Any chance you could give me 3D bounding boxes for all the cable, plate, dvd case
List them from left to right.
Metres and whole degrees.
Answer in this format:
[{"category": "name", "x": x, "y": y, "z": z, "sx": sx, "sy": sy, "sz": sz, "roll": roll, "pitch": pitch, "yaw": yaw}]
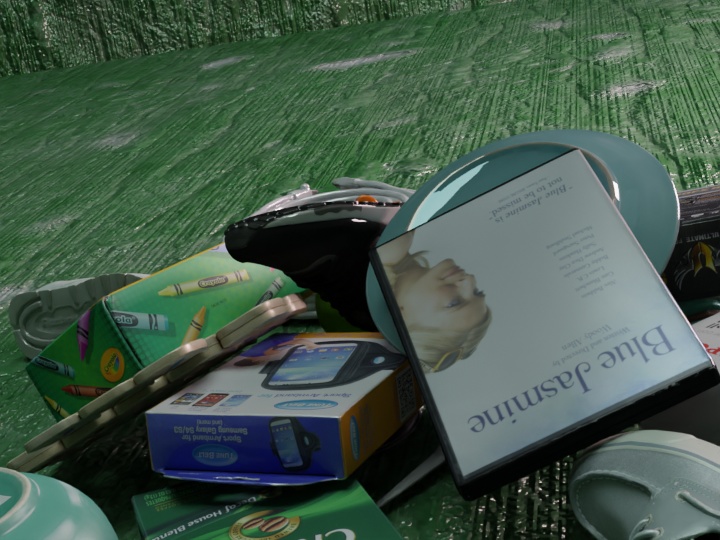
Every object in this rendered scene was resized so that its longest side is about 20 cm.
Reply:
[{"category": "cable", "x": -0.024, "y": -0.018, "z": 1.198, "sx": 0.200, "sy": 0.069, "sz": 0.200, "roll": -26, "pitch": 24, "yaw": -39}, {"category": "plate", "x": 0.092, "y": -0.023, "z": 0.842, "sx": 0.200, "sy": 0.026, "sz": 0.200, "roll": -16, "pitch": 42, "yaw": 15}, {"category": "dvd case", "x": 0.091, "y": 0.022, "z": 0.764, "sx": 0.142, "sy": 0.018, "sz": 0.200, "roll": -26, "pitch": 41, "yaw": 5}]

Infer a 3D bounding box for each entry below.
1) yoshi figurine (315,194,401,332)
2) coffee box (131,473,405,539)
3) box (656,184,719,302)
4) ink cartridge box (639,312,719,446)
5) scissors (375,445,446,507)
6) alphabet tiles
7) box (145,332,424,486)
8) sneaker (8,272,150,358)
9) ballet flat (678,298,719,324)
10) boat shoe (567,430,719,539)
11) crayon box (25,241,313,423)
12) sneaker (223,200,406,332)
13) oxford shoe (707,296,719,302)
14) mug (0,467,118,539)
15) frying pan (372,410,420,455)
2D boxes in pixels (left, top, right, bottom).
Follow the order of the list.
[{"category": "yoshi figurine", "x": 0.049, "y": 0.014, "z": 1.061, "sx": 0.200, "sy": 0.112, "sz": 0.112, "roll": 4, "pitch": 58, "yaw": -1}, {"category": "coffee box", "x": -0.040, "y": 0.152, "z": 0.699, "sx": 0.123, "sy": 0.044, "sz": 0.200, "roll": -13, "pitch": 17, "yaw": -13}, {"category": "box", "x": 0.166, "y": -0.012, "z": 0.905, "sx": 0.200, "sy": 0.048, "sz": 0.158, "roll": -10, "pitch": 7, "yaw": 22}, {"category": "ink cartridge box", "x": 0.268, "y": 0.062, "z": 0.749, "sx": 0.200, "sy": 0.084, "sz": 0.146, "roll": -20, "pitch": 19, "yaw": -30}, {"category": "scissors", "x": 0.068, "y": 0.102, "z": 0.851, "sx": 0.073, "sy": 0.014, "sz": 0.200, "roll": 0, "pitch": 18, "yaw": 24}, {"category": "alphabet tiles", "x": -0.127, "y": 0.073, "z": 0.888, "sx": 0.200, "sy": 0.015, "sz": 0.196, "roll": -32, "pitch": -3, "yaw": 10}, {"category": "box", "x": -0.036, "y": 0.077, "z": 0.817, "sx": 0.119, "sy": 0.042, "sz": 0.200, "roll": -1, "pitch": 10, "yaw": 21}, {"category": "sneaker", "x": -0.191, "y": 0.032, "z": 1.135, "sx": 0.200, "sy": 0.077, "sz": 0.080, "roll": 2, "pitch": 11, "yaw": 31}, {"category": "ballet flat", "x": 0.146, "y": 0.055, "z": 0.877, "sx": 0.200, "sy": 0.067, "sz": 0.070, "roll": -11, "pitch": 17, "yaw": -26}, {"category": "boat shoe", "x": 0.158, "y": 0.127, "z": 0.630, "sx": 0.071, "sy": 0.070, "sz": 0.201, "roll": -18, "pitch": 21, "yaw": -35}, {"category": "crayon box", "x": -0.121, "y": 0.033, "z": 0.979, "sx": 0.200, "sy": 0.058, "sz": 0.119, "roll": -27, "pitch": -6, "yaw": -46}, {"category": "sneaker", "x": 0.000, "y": 0.000, "z": 0.935, "sx": 0.200, "sy": 0.088, "sz": 0.076, "roll": -2, "pitch": -4, "yaw": -42}, {"category": "oxford shoe", "x": 0.240, "y": 0.018, "z": 0.956, "sx": 0.200, "sy": 0.058, "sz": 0.075, "roll": -4, "pitch": 20, "yaw": 22}, {"category": "mug", "x": -0.195, "y": 0.163, "z": 0.635, "sx": 0.185, "sy": 0.115, "sz": 0.152, "roll": -12, "pitch": 17, "yaw": -7}, {"category": "frying pan", "x": -0.037, "y": 0.087, "z": 0.945, "sx": 0.115, "sy": 0.031, "sz": 0.190, "roll": -17, "pitch": 21, "yaw": -26}]
